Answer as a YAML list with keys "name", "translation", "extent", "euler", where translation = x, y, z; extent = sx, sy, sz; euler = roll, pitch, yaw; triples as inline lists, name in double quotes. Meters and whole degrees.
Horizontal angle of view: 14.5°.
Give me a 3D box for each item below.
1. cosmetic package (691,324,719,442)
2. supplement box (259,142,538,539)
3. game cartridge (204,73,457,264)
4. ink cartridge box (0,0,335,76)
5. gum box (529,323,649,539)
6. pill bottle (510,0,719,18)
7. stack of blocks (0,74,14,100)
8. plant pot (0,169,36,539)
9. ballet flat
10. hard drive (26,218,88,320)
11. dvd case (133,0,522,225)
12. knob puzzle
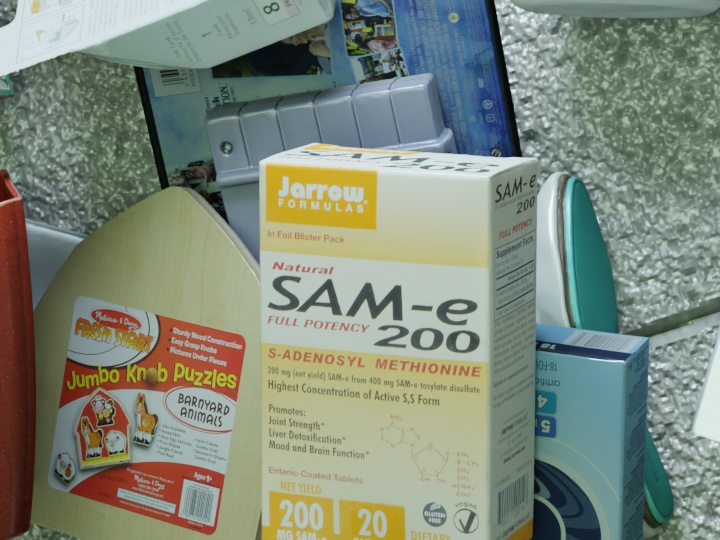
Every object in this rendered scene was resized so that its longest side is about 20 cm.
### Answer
- name: "cosmetic package"
  translation: [0.225, -0.007, 1.459]
  extent: [0.051, 0.083, 0.200]
  euler: [16, 94, 14]
- name: "supplement box"
  translation: [0.019, 0.041, 1.410]
  extent: [0.126, 0.074, 0.200]
  euler: [4, 101, 22]
- name: "game cartridge"
  translation: [0.000, 0.000, 1.512]
  extent: [0.130, 0.038, 0.200]
  euler: [-7, 108, 19]
- name: "ink cartridge box"
  translation: [-0.110, -0.159, 1.513]
  extent: [0.200, 0.163, 0.057]
  euler: [-23, 125, 17]
- name: "gum box"
  translation: [0.063, 0.124, 1.484]
  extent: [0.170, 0.045, 0.200]
  euler: [7, 109, 22]
- name: "pill bottle"
  translation: [0.136, -0.233, 1.464]
  extent: [0.116, 0.116, 0.200]
  euler: [2, 90, 15]
- name: "stack of blocks"
  translation: [-0.254, -0.184, 1.569]
  extent: [0.059, 0.115, 0.200]
  euler: [-17, 87, 15]
- name: "plant pot"
  translation: [-0.261, 0.060, 1.483]
  extent: [0.200, 0.200, 0.176]
  euler: [-12, 98, -8]
- name: "ballet flat"
  translation: [0.109, 0.050, 1.502]
  extent: [0.069, 0.069, 0.200]
  euler: [-15, 90, 15]
- name: "hard drive"
  translation: [-0.154, 0.048, 1.590]
  extent: [0.200, 0.026, 0.132]
  euler: [15, 94, 14]
- name: "dvd case"
  translation: [-0.016, -0.078, 1.514]
  extent: [0.200, 0.018, 0.143]
  euler: [-7, 110, 14]
- name: "knob puzzle"
  translation: [-0.104, 0.054, 1.528]
  extent: [0.220, 0.030, 0.220]
  euler: [-2, 86, 37]
